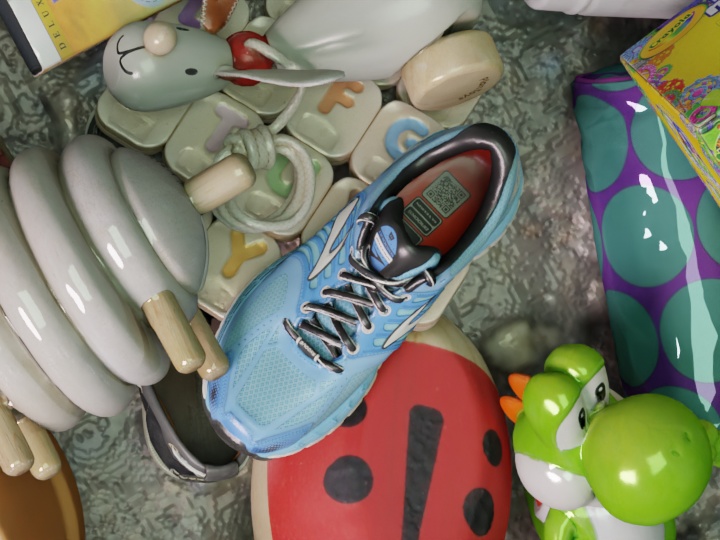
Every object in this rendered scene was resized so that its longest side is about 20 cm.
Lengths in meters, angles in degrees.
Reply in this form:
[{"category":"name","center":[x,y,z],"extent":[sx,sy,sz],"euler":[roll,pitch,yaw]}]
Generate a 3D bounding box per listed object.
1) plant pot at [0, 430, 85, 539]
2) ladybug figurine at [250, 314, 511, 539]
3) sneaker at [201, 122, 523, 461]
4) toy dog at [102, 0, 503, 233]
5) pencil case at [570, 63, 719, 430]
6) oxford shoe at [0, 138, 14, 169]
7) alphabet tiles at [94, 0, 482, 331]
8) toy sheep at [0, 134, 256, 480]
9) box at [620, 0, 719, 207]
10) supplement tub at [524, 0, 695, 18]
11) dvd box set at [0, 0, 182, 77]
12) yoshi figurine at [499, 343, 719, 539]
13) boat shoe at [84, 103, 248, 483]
[{"category":"plant pot","center":[-0.227,0.143,0.960],"extent":[0.199,0.140,0.201],"euler":[-1,93,-10]},{"category":"ladybug figurine","center":[0.017,0.103,0.998],"extent":[0.135,0.072,0.201],"euler":[13,64,-18]},{"category":"sneaker","center":[0.000,0.000,0.936],"extent":[0.078,0.090,0.200],"euler":[40,79,4]},{"category":"toy dog","center":[-0.014,-0.121,0.966],"extent":[0.200,0.096,0.132],"euler":[-35,78,-24]},{"category":"pencil case","center":[0.167,-0.011,1.044],"extent":[0.092,0.085,0.201],"euler":[-16,97,-45]},{"category":"oxford shoe","center":[-0.180,-0.023,0.995],"extent":[0.070,0.075,0.200],"euler":[-28,119,-7]},{"category":"alphabet tiles","center":[-0.026,-0.060,1.004],"extent":[0.200,0.015,0.196],"euler":[32,70,2]},{"category":"toy sheep","center":[-0.132,0.008,0.907],"extent":[0.200,0.138,0.138],"euler":[-30,98,0]},{"category":"box","center":[0.264,-0.070,0.936],"extent":[0.200,0.122,0.193],"euler":[-35,113,4]},{"category":"supplement tub","center":[0.184,-0.190,1.012],"extent":[0.199,0.132,0.133],"euler":[1,94,-9]},{"category":"dvd box set","center":[-0.106,-0.204,0.991],"extent":[0.200,0.029,0.147],"euler":[-30,98,-19]},{"category":"yoshi figurine","center":[0.132,0.120,0.989],"extent":[0.112,0.113,0.200],"euler":[-10,137,10]},{"category":"boat shoe","center":[-0.092,0.007,1.010],"extent":[0.072,0.068,0.201],"euler":[-13,91,-8]}]
